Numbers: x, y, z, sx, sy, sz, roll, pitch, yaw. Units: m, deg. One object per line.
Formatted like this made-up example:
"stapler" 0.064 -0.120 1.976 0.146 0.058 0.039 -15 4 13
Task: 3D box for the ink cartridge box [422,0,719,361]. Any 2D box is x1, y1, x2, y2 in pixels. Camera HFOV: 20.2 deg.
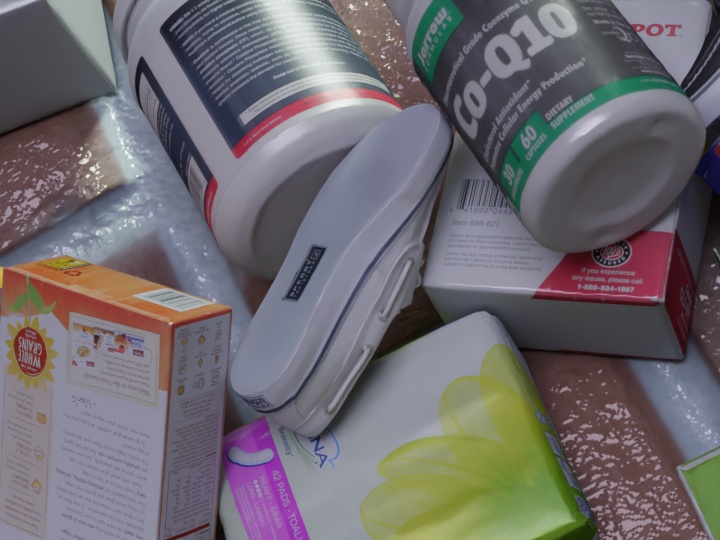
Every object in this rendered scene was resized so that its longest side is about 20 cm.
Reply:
"ink cartridge box" 0.133 -0.058 1.199 0.144 0.083 0.201 4 65 23

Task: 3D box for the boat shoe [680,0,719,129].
"boat shoe" 0.226 -0.165 1.121 0.066 0.070 0.200 39 97 5

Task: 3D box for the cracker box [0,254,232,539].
"cracker box" -0.146 0.105 1.161 0.133 0.058 0.201 16 108 34

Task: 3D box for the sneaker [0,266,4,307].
"sneaker" -0.181 0.037 1.280 0.090 0.075 0.200 -43 63 -15

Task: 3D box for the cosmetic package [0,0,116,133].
"cosmetic package" -0.294 -0.198 1.414 0.199 0.123 0.200 -20 58 8

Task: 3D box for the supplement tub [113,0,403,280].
"supplement tub" -0.061 -0.106 1.264 0.140 0.140 0.200 -33 57 1

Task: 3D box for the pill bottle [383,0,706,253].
"pill bottle" 0.095 -0.115 1.127 0.113 0.113 0.200 -33 55 1

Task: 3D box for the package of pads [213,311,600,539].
"package of pads" 0.020 0.129 1.151 0.199 0.068 0.155 -26 58 6

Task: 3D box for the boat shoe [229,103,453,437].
"boat shoe" 0.000 0.000 1.151 0.073 0.065 0.201 21 75 54

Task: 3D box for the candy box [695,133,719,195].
"candy box" 0.313 -0.084 1.118 0.169 0.077 0.200 39 82 7

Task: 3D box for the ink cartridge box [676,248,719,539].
"ink cartridge box" 0.208 0.113 1.042 0.075 0.148 0.201 -28 56 6
